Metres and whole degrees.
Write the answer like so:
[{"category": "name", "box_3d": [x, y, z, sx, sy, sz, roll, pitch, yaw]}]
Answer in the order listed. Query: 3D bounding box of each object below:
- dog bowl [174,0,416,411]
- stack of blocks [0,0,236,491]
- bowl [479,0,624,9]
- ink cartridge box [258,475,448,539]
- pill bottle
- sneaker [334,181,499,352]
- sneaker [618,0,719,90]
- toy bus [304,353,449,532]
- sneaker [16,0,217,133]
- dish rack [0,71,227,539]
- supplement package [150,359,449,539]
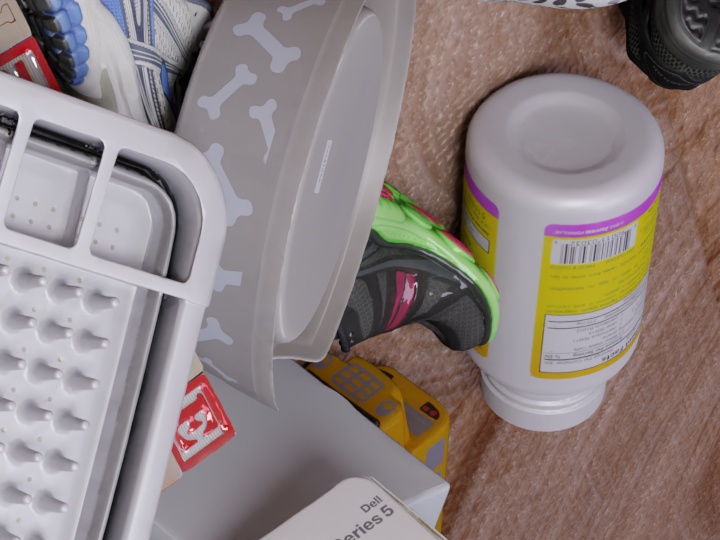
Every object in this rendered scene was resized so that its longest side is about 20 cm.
[{"category": "dog bowl", "box_3d": [-0.032, -0.044, 0.945, 0.200, 0.059, 0.200, 14, 90, -81]}, {"category": "stack of blocks", "box_3d": [-0.143, 0.006, 0.824, 0.115, 0.059, 0.200, -37, 110, -30]}, {"category": "bowl", "box_3d": [0.131, -0.196, 1.080, 0.201, 0.094, 0.201, -36, 147, -28]}, {"category": "ink cartridge box", "box_3d": [-0.022, 0.208, 0.985, 0.145, 0.084, 0.200, -34, 143, -27]}, {"category": "pill bottle", "box_3d": [0.105, -0.003, 1.237, 0.104, 0.104, 0.200, -35, 147, -29]}, {"category": "sneaker", "box_3d": [0.000, 0.000, 1.131, 0.084, 0.077, 0.200, -51, 141, 7]}, {"category": "sneaker", "box_3d": [0.193, -0.181, 1.215, 0.114, 0.076, 0.200, 138, -25, -69]}, {"category": "toy bus", "box_3d": [0.004, 0.123, 1.264, 0.078, 0.065, 0.200, -35, 146, -31]}, {"category": "sneaker", "box_3d": [-0.089, -0.083, 0.903, 0.085, 0.077, 0.200, -46, 151, -22]}, {"category": "dish rack", "box_3d": [-0.142, 0.034, 0.762, 0.172, 0.044, 0.200, 18, 80, -34]}, {"category": "supplement package", "box_3d": [-0.083, 0.158, 1.084, 0.151, 0.152, 0.200, -17, 134, -45]}]
